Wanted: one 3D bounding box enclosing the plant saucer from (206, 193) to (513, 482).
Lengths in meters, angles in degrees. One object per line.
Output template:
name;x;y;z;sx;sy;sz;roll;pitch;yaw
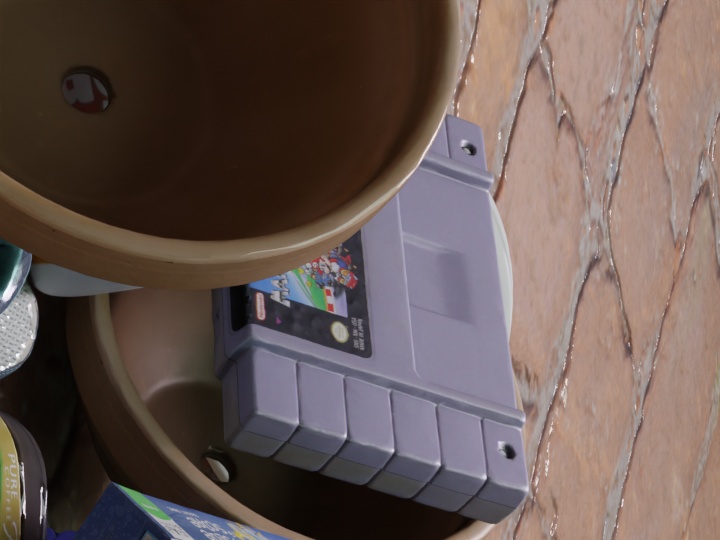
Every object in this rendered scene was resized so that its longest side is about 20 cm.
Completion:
plant saucer;0.010;0.031;1.295;0.200;0.050;0.201;-12;109;-39

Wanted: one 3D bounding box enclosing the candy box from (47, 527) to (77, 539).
candy box;-0.106;0.218;1.096;0.200;0.077;0.169;65;36;-57

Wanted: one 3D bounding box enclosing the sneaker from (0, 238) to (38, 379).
sneaker;-0.145;0.007;0.921;0.200;0.086;0.078;36;61;-67

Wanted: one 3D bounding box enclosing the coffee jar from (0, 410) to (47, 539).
coffee jar;-0.170;0.082;0.865;0.200;0.085;0.105;24;66;-69

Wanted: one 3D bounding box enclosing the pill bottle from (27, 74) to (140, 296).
pill bottle;-0.085;-0.098;1.013;0.112;0.112;0.201;-24;105;-68

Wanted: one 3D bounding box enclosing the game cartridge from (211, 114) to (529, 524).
game cartridge;0.000;0.000;1.116;0.129;0.038;0.200;21;43;-27

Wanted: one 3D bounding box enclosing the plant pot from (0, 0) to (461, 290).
plant pot;-0.076;-0.077;0.884;0.093;0.200;0.201;133;-24;-58

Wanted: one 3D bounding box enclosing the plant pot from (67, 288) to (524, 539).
plant pot;-0.039;0.059;1.138;0.093;0.201;0.201;-51;-172;40

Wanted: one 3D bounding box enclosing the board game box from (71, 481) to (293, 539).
board game box;-0.059;0.153;0.970;0.136;0.034;0.200;-56;147;6
